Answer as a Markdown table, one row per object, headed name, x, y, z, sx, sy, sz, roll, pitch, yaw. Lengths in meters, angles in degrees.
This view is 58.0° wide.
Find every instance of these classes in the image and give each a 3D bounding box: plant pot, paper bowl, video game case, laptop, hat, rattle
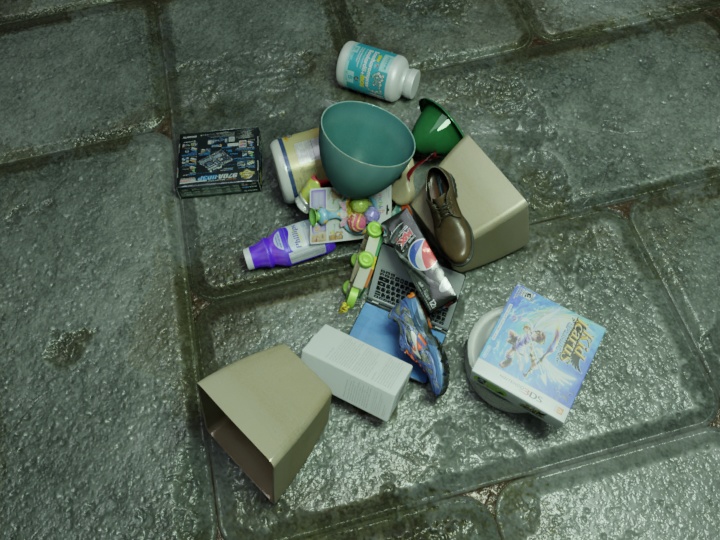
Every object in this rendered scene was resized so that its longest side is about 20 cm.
| name | x | y | z | sx | sy | sz | roll | pitch | yaw |
| --- | --- | --- | --- | --- | --- | --- | --- | --- | --- |
| plant pot | -0.001 | -0.228 | 1.327 | 0.195 | 0.136 | 0.203 | 11 | 46 | -12 |
| plant pot | 0.219 | -0.115 | 1.352 | 0.176 | 0.200 | 0.201 | -35 | 65 | 0 |
| paper bowl | 0.303 | 0.162 | 1.252 | 0.195 | 0.105 | 0.205 | -1 | 63 | 2 |
| video game case | 0.009 | -0.345 | 1.491 | 0.141 | 0.018 | 0.200 | 11 | 22 | -29 |
| laptop | 0.087 | 0.082 | 1.297 | 0.184 | 0.204 | 0.116 | 21 | 22 | 13 |
| hat | 0.128 | -0.268 | 1.458 | 0.176 | 0.200 | 0.166 | -43 | 70 | -4 |
| video game case | 0.320 | 0.150 | 1.174 | 0.179 | 0.046 | 0.202 | 28 | 67 | 15 |
| rattle | 0.103 | -0.194 | 1.494 | 0.129 | 0.142 | 0.203 | -30 | 77 | 22 |
| plant pot | -0.159 | 0.258 | 1.180 | 0.199 | 0.202 | 0.176 | 39 | 59 | 21 |

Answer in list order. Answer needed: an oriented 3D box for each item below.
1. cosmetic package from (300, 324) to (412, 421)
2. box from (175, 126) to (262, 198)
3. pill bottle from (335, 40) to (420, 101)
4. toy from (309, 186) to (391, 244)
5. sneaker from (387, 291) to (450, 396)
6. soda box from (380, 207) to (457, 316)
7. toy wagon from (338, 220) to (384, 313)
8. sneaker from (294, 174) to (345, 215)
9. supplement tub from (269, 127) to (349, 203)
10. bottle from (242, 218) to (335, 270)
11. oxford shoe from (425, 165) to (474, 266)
| name | x | y | z | sx | sy | sz | roll | pitch | yaw |
| --- | --- | --- | --- | --- | --- | --- | --- | --- | --- |
| cosmetic package | -0.011 | 0.193 | 1.246 | 0.197 | 0.072 | 0.101 | 24 | 33 | 15 |
| box | -0.332 | -0.256 | 1.536 | 0.195 | 0.046 | 0.162 | -6 | 62 | -1 |
| pill bottle | 0.046 | -0.487 | 1.605 | 0.196 | 0.111 | 0.112 | 20 | 64 | 13 |
| toy | -0.012 | -0.118 | 1.375 | 0.196 | 0.118 | 0.047 | -7 | 17 | -24 |
| sneaker | 0.114 | 0.147 | 1.247 | 0.077 | 0.075 | 0.203 | -26 | 68 | 14 |
| soda box | 0.115 | -0.016 | 1.268 | 0.063 | 0.071 | 0.203 | -30 | 76 | 4 |
| toy wagon | 0.000 | 0.000 | 1.322 | 0.039 | 0.156 | 0.204 | 19 | 63 | -5 |
| sneaker | -0.039 | -0.160 | 1.413 | 0.196 | 0.091 | 0.079 | 3 | 37 | -32 |
| supplement tub | -0.094 | -0.245 | 1.464 | 0.196 | 0.145 | 0.147 | -17 | 62 | -7 |
| bottle | -0.155 | -0.054 | 1.409 | 0.196 | 0.066 | 0.085 | -18 | 59 | -7 |
| oxford shoe | 0.159 | -0.104 | 1.227 | 0.072 | 0.084 | 0.204 | -23 | 71 | 19 |
